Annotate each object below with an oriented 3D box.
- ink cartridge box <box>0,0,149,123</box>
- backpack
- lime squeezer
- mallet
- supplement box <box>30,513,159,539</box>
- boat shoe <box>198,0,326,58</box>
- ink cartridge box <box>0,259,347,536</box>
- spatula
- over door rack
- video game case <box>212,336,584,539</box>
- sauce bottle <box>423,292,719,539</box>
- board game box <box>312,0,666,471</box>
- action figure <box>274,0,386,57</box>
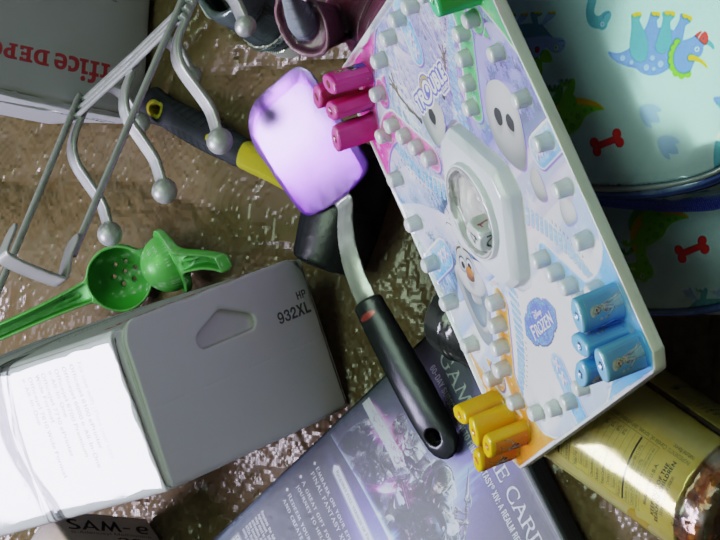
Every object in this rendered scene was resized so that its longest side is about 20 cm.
[{"bbox_3d":[-0.188,-0.186,1.542,0.083,0.145,0.202,-2,83,42],"label":"ink cartridge box"},{"bbox_3d":[0.141,-0.081,1.197,0.182,0.147,0.202,-1,90,33],"label":"backpack"},{"bbox_3d":[-0.123,0.002,1.503,0.199,0.070,0.038,-16,87,40],"label":"lime squeezer"},{"bbox_3d":[-0.051,-0.066,1.472,0.200,0.041,0.066,39,111,44],"label":"mallet"},{"bbox_3d":[-0.120,0.237,1.463,0.126,0.073,0.200,-56,50,21],"label":"supplement box"},{"bbox_3d":[-0.078,-0.200,1.496,0.073,0.062,0.201,-41,58,30],"label":"boat shoe"},{"bbox_3d":[-0.130,0.070,1.439,0.199,0.145,0.084,-18,93,41],"label":"ink cartridge box"},{"bbox_3d":[0.000,0.000,1.373,0.056,0.020,0.201,-35,72,40],"label":"spatula"},{"bbox_3d":[-0.131,-0.038,1.424,0.148,0.067,0.200,-36,18,55],"label":"over door rack"},{"bbox_3d":[0.014,0.137,1.388,0.200,0.019,0.143,-44,56,29],"label":"video game case"},{"bbox_3d":[0.107,0.061,1.281,0.200,0.066,0.066,37,109,43],"label":"sauce bottle"},{"bbox_3d":[0.046,-0.024,1.199,0.201,0.026,0.200,66,162,9],"label":"board game box"},{"bbox_3d":[0.035,-0.119,1.377,0.200,0.133,0.150,42,156,52],"label":"action figure"}]
